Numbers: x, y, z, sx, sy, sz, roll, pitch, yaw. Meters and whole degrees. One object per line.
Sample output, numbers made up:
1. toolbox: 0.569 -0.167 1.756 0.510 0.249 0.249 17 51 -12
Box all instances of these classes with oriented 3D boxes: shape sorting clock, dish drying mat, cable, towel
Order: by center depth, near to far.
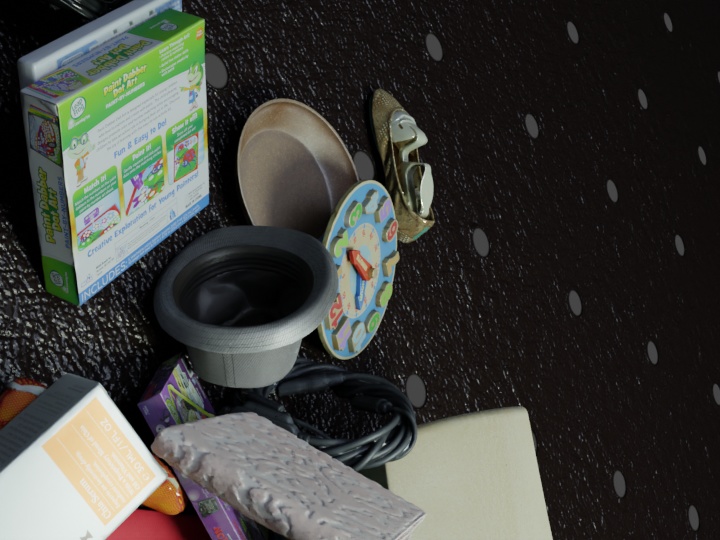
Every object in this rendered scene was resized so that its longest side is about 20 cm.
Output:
1. towel: -0.052 0.180 0.910 0.032 0.199 0.191 -64 165 4
2. dish drying mat: -0.198 0.249 0.966 0.199 0.018 0.078 21 64 -46
3. cable: -0.030 0.142 1.083 0.163 0.198 0.051 -27 126 -58
4. shape sorting clock: 0.000 0.000 1.223 0.200 0.039 0.202 -37 133 -52

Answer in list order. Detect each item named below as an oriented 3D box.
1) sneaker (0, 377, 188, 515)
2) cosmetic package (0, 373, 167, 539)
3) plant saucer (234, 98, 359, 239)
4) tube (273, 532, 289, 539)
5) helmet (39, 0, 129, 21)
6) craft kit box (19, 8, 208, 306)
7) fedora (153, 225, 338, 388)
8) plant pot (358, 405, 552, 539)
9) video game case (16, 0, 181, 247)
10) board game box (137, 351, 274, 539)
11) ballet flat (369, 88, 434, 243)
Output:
1. sneaker: -0.232 0.164 0.931 0.199 0.073 0.078 37 72 -31
2. cosmetic package: -0.255 0.183 0.825 0.200 0.071 0.102 -44 116 -26
3. plant saucer: -0.074 -0.089 1.219 0.199 0.036 0.203 20 63 -45
4. tube: -0.054 0.276 1.047 0.050 0.077 0.202 -28 118 -36
5. helmet: -0.260 -0.330 0.957 0.190 0.200 0.201 38 48 -11
6. craft kit box: -0.207 -0.103 0.971 0.200 0.048 0.199 -46 152 -47
7. fedora: -0.109 0.044 1.062 0.201 0.175 0.091 -88 179 -59
8. plant pot: 0.062 0.261 1.135 0.176 0.199 0.202 8 62 -34
9. video game case: -0.223 -0.138 0.987 0.200 0.022 0.184 -47 150 -48
10. board game box: -0.136 0.183 1.008 0.120 0.032 0.202 -107 171 -79
11. ballet flat: 0.059 -0.137 1.373 0.070 0.065 0.202 -2 78 -50
